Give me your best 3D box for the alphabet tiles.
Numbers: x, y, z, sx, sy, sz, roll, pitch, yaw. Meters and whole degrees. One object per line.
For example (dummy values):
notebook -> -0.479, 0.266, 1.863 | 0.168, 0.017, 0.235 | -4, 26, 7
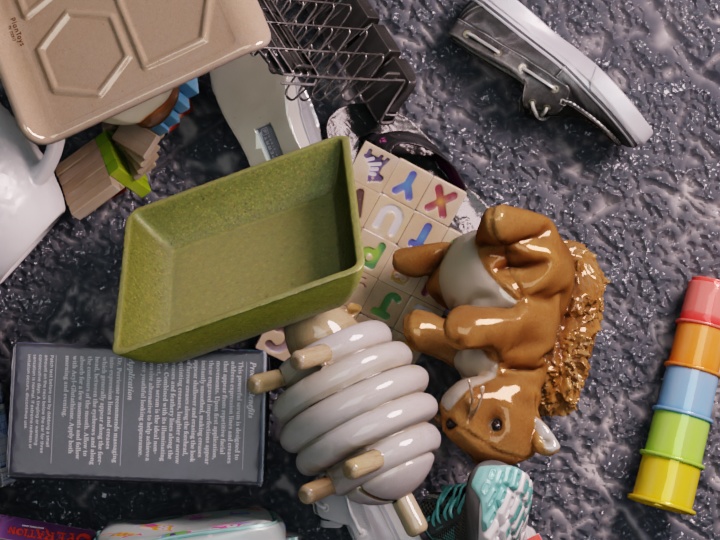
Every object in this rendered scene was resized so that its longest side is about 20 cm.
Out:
alphabet tiles -> 0.000, 0.000, 1.301 | 0.166, 0.006, 0.201 | 26, 101, -15

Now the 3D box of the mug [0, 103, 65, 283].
mug -> -0.320, -0.092, 1.248 | 0.175, 0.148, 0.200 | 42, 119, -8

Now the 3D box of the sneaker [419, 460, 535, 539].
sneaker -> 0.087, 0.202, 1.240 | 0.091, 0.200, 0.078 | 22, 64, 19

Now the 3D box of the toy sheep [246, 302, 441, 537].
toy sheep -> -0.004, 0.112, 1.177 | 0.137, 0.138, 0.201 | -22, 82, -5

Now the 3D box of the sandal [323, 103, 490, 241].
sandal -> 0.057, -0.077, 1.322 | 0.200, 0.048, 0.075 | 40, 71, -3

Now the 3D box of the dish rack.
dish rack -> -0.048, -0.196, 1.254 | 0.055, 0.200, 0.154 | -44, 67, 31

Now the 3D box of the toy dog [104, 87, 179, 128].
toy dog -> -0.216, -0.207, 1.254 | 0.194, 0.139, 0.200 | -41, 55, 12

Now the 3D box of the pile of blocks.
pile of blocks -> -0.174, -0.121, 1.311 | 0.082, 0.062, 0.200 | 35, 89, 38

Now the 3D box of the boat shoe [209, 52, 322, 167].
boat shoe -> -0.074, -0.129, 1.319 | 0.070, 0.072, 0.202 | -18, 92, 13

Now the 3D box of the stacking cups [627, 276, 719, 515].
stacking cups -> 0.282, 0.107, 1.327 | 0.060, 0.061, 0.201 | 16, 79, -1

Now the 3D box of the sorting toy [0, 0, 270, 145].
sorting toy -> -0.189, -0.210, 1.167 | 0.199, 0.036, 0.186 | -23, 78, -1

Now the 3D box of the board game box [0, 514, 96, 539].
board game box -> -0.322, 0.237, 1.235 | 0.199, 0.120, 0.032 | 12, 43, -14

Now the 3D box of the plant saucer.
plant saucer -> -0.088, -0.008, 1.203 | 0.199, 0.200, 0.048 | -19, 124, 8

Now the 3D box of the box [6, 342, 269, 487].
box -> -0.173, 0.116, 1.250 | 0.199, 0.148, 0.108 | 2, 85, -3

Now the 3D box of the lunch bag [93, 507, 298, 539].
lunch bag -> -0.128, 0.233, 1.216 | 0.159, 0.200, 0.078 | -4, 87, -5

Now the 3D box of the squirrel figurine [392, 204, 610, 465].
squirrel figurine -> 0.131, 0.066, 1.247 | 0.199, 0.141, 0.188 | 10, 69, -42

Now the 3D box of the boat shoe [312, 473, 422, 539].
boat shoe -> -0.005, 0.196, 1.297 | 0.068, 0.072, 0.201 | -29, 96, -6

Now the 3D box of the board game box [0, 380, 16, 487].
board game box -> -0.366, 0.132, 1.255 | 0.199, 0.062, 0.201 | -9, 92, 22

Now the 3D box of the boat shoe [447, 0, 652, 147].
boat shoe -> 0.162, -0.164, 1.341 | 0.200, 0.072, 0.071 | 41, 93, 11

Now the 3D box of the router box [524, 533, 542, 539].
router box -> 0.078, 0.300, 1.222 | 0.179, 0.200, 0.049 | -26, 60, -4
